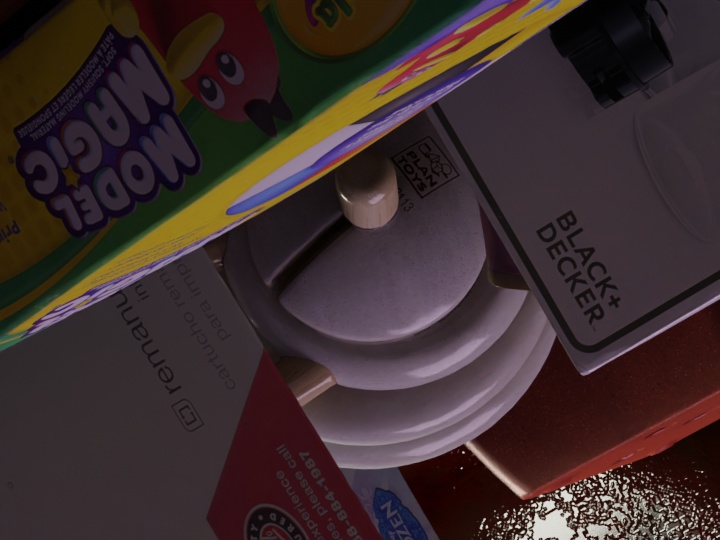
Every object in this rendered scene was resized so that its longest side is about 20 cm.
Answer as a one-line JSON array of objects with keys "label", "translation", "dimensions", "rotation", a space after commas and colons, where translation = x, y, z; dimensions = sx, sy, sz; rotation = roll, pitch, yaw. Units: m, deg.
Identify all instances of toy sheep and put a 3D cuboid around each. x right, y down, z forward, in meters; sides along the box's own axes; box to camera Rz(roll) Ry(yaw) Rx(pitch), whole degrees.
[{"label": "toy sheep", "translation": [0.000, 0.000, 0.928], "dimensions": [0.137, 0.138, 0.200], "rotation": [-31, 173, -6]}]

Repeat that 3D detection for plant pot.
[{"label": "plant pot", "translation": [0.113, -0.014, 1.314], "dimensions": [0.199, 0.177, 0.199], "rotation": [-32, 169, 31]}]

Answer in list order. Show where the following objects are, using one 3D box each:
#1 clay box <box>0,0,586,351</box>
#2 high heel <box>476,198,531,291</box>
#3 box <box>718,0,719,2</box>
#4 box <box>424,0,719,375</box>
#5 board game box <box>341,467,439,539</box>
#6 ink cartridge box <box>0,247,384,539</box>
[{"label": "clay box", "translation": [-0.009, -0.045, 0.550], "dimensions": [0.115, 0.048, 0.200], "rotation": [-30, 178, -43]}, {"label": "high heel", "translation": [0.113, -0.047, 0.754], "dimensions": [0.199, 0.097, 0.067], "rotation": [0, -159, 30]}, {"label": "box", "translation": [0.160, -0.107, 0.614], "dimensions": [0.199, 0.118, 0.048], "rotation": [-31, 178, 11]}, {"label": "box", "translation": [0.110, -0.076, 0.693], "dimensions": [0.199, 0.117, 0.060], "rotation": [-32, 179, 11]}, {"label": "board game box", "translation": [-0.072, 0.095, 1.314], "dimensions": [0.041, 0.200, 0.200], "rotation": [-29, 178, -44]}, {"label": "ink cartridge box", "translation": [-0.102, 0.072, 0.659], "dimensions": [0.200, 0.147, 0.083], "rotation": [-31, 178, -46]}]
